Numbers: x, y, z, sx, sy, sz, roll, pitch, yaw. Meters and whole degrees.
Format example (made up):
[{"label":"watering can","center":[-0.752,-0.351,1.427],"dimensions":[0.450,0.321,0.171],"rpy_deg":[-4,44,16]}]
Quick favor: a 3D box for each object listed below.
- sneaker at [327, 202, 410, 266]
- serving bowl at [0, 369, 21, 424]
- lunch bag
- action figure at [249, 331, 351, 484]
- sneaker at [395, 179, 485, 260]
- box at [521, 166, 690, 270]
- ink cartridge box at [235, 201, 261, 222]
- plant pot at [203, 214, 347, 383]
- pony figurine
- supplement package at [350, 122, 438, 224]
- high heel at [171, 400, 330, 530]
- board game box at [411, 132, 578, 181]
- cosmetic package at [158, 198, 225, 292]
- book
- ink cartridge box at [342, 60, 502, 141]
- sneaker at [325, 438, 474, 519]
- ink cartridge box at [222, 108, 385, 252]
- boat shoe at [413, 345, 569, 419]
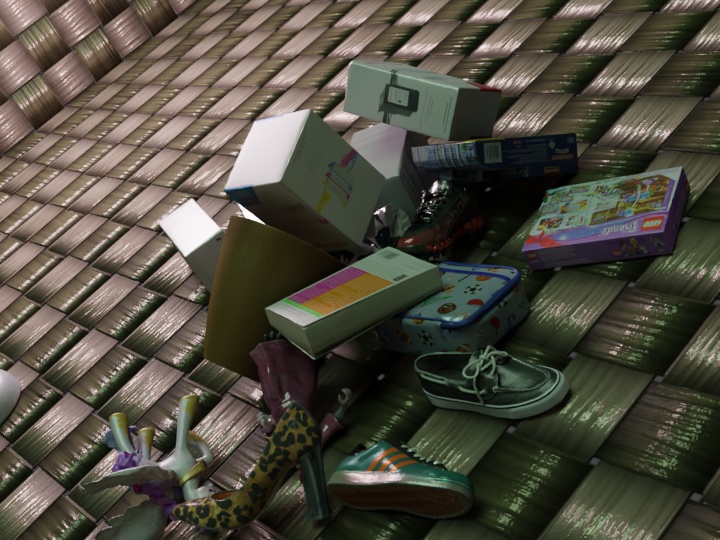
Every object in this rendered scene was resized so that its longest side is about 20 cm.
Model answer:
[{"label":"sneaker","center":[0.000,0.000,1.574],"dimensions":[0.129,0.079,0.200],"rpy_deg":[-26,45,41]},{"label":"serving bowl","center":[-0.712,0.244,1.879],"dimensions":[0.199,0.066,0.200],"rpy_deg":[-22,31,15]},{"label":"lunch bag","center":[0.115,0.045,1.386],"dimensions":[0.199,0.076,0.160],"rpy_deg":[8,39,47]},{"label":"action figure","center":[-0.095,0.187,1.353],"dimensions":[0.149,0.133,0.201],"rpy_deg":[125,142,-47]},{"label":"sneaker","center":[0.108,-0.074,1.498],"dimensions":[0.071,0.098,0.200],"rpy_deg":[-3,17,38]},{"label":"box","center":[0.328,-0.068,1.400],"dimensions":[0.199,0.039,0.137],"rpy_deg":[-8,37,36]},{"label":"ink cartridge box","center":[-0.124,-0.058,1.699],"dimensions":[0.084,0.146,0.200],"rpy_deg":[-31,30,-1]},{"label":"plant pot","center":[-0.138,0.051,1.481],"dimensions":[0.186,0.186,0.201],"rpy_deg":[14,78,52]},{"label":"pony figurine","center":[-0.265,0.267,1.349],"dimensions":[0.192,0.167,0.200],"rpy_deg":[-12,43,-18]},{"label":"supplement package","center":[0.047,-0.145,1.698],"dimensions":[0.116,0.118,0.200],"rpy_deg":[-17,33,23]},{"label":"high heel","center":[-0.138,0.232,1.251],"dimensions":[0.199,0.143,0.071],"rpy_deg":[-8,5,9]},{"label":"board game box","center":[0.187,-0.167,1.585],"dimensions":[0.199,0.062,0.200],"rpy_deg":[-8,6,-32]},{"label":"cosmetic package","center":[-0.277,-0.042,1.858],"dimensions":[0.085,0.108,0.200],"rpy_deg":[-36,29,-7]},{"label":"book","center":[-0.011,0.032,1.365],"dimensions":[0.199,0.048,0.133],"rpy_deg":[-27,25,-20]},{"label":"ink cartridge box","center":[0.094,-0.264,1.618],"dimensions":[0.199,0.084,0.145],"rpy_deg":[20,19,30]},{"label":"sneaker","center":[0.050,0.227,1.187],"dimensions":[0.199,0.071,0.080],"rpy_deg":[-5,44,41]},{"label":"ink cartridge box","center":[-0.070,-0.117,1.517],"dimensions":[0.128,0.200,0.126],"rpy_deg":[-4,58,44]},{"label":"boat shoe","center":[0.151,0.124,1.249],"dimensions":[0.199,0.068,0.074],"rpy_deg":[3,44,45]}]
